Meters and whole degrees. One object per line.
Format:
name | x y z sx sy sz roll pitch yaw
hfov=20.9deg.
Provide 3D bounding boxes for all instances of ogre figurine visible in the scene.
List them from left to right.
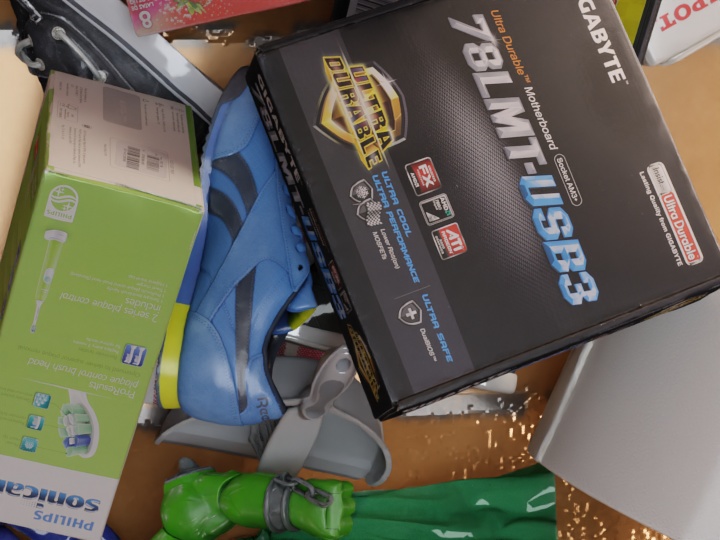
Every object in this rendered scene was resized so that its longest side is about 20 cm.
ogre figurine | -0.082 0.198 1.116 0.098 0.119 0.202 -23 129 -48

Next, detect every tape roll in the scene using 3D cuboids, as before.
tape roll | 0.214 0.085 1.132 0.201 0.203 0.140 23 94 -13

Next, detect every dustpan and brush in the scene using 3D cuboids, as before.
dustpan and brush | -0.033 0.079 1.094 0.138 0.058 0.200 12 141 -12

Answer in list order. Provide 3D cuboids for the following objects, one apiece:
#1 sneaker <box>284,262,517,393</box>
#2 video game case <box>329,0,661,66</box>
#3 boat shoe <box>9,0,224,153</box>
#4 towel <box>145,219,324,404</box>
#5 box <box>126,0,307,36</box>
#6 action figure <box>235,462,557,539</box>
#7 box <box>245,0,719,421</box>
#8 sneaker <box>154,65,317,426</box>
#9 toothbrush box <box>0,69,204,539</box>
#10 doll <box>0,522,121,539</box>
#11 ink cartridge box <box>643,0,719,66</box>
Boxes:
sneaker | 0.000 0.000 1.100 0.198 0.071 0.100 13 88 5
video game case | 0.088 -0.197 1.088 0.179 0.026 0.201 19 113 10
boat shoe | -0.163 -0.131 1.100 0.200 0.072 0.068 39 91 -22
towel | -0.104 0.011 1.138 0.198 0.030 0.147 8 113 -11
box | -0.029 -0.198 1.054 0.198 0.103 0.095 -10 104 20
action figure | 0.019 0.166 1.169 0.198 0.119 0.055 -2 130 6
box | 0.065 -0.049 1.016 0.197 0.050 0.201 -19 81 -14
sneaker | -0.054 -0.013 1.048 0.078 0.066 0.202 6 69 9
toothbrush box | -0.152 0.017 1.038 0.085 0.146 0.201 15 112 -14
doll | -0.221 0.129 1.135 0.200 0.048 0.137 38 80 -15
ink cartridge box | 0.177 -0.239 1.136 0.145 0.084 0.201 -28 102 -5
